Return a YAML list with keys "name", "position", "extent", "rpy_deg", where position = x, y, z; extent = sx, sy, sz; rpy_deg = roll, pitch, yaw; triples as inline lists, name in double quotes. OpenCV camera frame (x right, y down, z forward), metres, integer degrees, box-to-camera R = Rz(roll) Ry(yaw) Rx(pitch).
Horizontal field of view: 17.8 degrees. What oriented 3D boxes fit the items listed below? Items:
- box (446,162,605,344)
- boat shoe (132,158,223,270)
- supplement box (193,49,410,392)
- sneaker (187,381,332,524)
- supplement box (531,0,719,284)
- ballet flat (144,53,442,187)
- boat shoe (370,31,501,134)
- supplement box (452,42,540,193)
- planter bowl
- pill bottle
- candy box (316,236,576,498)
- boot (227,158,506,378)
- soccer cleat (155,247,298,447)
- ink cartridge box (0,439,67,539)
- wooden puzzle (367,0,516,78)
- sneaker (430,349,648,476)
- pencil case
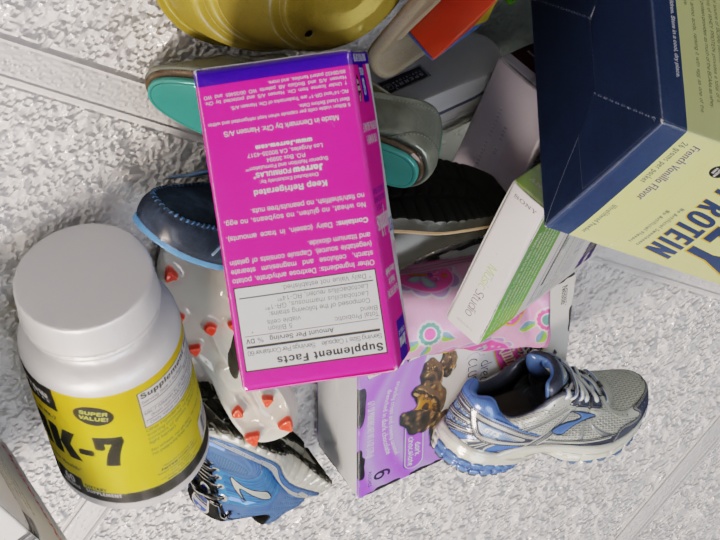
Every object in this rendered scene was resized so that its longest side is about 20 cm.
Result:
- name: "box"
  position: [0.152, -0.045, 1.630]
  extent: [0.200, 0.036, 0.144]
  rpy_deg: [-36, 159, -42]
- name: "boat shoe"
  position: [-0.079, -0.048, 1.593]
  extent: [0.069, 0.084, 0.200]
  rpy_deg: [-54, 157, 22]
- name: "supplement box"
  position: [-0.035, -0.033, 1.435]
  extent: [0.103, 0.200, 0.101]
  rpy_deg: [-7, -175, 6]
- name: "sneaker"
  position: [-0.100, 0.154, 1.780]
  extent: [0.089, 0.079, 0.200]
  rpy_deg: [-44, 143, 4]
- name: "supplement box"
  position: [0.236, -0.113, 1.533]
  extent: [0.200, 0.200, 0.134]
  rpy_deg: [17, 143, -25]
- name: "ballet flat"
  position: [-0.042, -0.110, 1.522]
  extent: [0.200, 0.064, 0.067]
  rpy_deg: [17, 146, 0]
- name: "boat shoe"
  position: [0.008, -0.105, 1.603]
  extent: [0.200, 0.072, 0.066]
  rpy_deg: [-26, 144, -23]
- name: "supplement box"
  position: [0.163, -0.124, 1.665]
  extent: [0.200, 0.061, 0.109]
  rpy_deg: [-27, 151, -43]
- name: "planter bowl"
  position: [-0.027, -0.201, 1.455]
  extent: [0.200, 0.083, 0.200]
  rpy_deg: [-23, 142, -19]
- name: "pill bottle"
  position: [-0.174, 0.067, 1.594]
  extent: [0.114, 0.114, 0.200]
  rpy_deg: [-27, 142, -14]
- name: "candy box"
  position: [0.067, 0.070, 1.831]
  extent: [0.200, 0.072, 0.168]
  rpy_deg: [-23, 141, -20]
- name: "boot"
  position: [0.000, 0.000, 1.588]
  extent: [0.200, 0.077, 0.138]
  rpy_deg: [-6, 130, -24]
- name: "soccer cleat"
  position: [-0.099, 0.040, 1.676]
  extent: [0.069, 0.078, 0.200]
  rpy_deg: [-19, 123, 6]
- name: "ink cartridge box"
  position: [-0.287, 0.147, 1.559]
  extent: [0.084, 0.146, 0.200]
  rpy_deg: [-37, 143, -2]
- name: "wooden puzzle"
  position: [0.107, -0.213, 1.487]
  extent: [0.185, 0.046, 0.200]
  rpy_deg: [-38, 171, -38]
- name: "sneaker"
  position: [0.155, 0.104, 1.820]
  extent: [0.200, 0.077, 0.085]
  rpy_deg: [-12, 134, -32]
- name: "pencil case"
  position: [0.045, 0.026, 1.697]
  extent: [0.200, 0.087, 0.087]
  rpy_deg: [-8, 136, -16]
